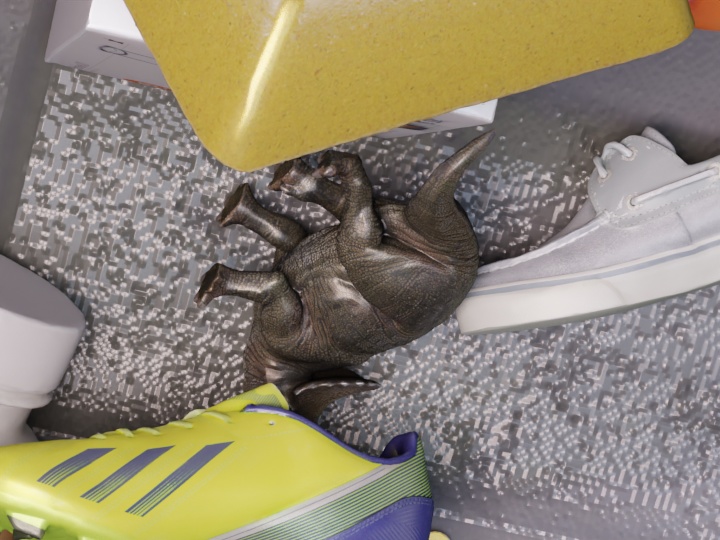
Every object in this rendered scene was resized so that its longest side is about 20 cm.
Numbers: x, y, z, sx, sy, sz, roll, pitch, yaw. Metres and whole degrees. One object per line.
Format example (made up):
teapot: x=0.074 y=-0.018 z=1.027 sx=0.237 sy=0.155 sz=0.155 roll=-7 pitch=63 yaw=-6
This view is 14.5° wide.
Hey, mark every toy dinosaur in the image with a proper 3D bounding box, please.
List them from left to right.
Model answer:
toy dinosaur: x=0.000 y=0.000 z=1.158 sx=0.102 sy=0.077 sz=0.200 roll=36 pitch=119 yaw=-21

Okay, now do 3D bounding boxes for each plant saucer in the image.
plant saucer: x=0.000 y=-0.148 z=0.980 sx=0.199 sy=0.049 sz=0.201 roll=-17 pitch=65 yaw=-28

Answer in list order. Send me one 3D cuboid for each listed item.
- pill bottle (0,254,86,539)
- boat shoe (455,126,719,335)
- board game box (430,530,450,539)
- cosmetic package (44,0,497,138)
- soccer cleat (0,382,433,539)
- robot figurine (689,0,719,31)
pill bottle: x=-0.193 y=0.090 z=1.148 sx=0.114 sy=0.114 sz=0.201 roll=25 pitch=100 yaw=-13
boat shoe: x=0.131 y=-0.026 z=1.194 sx=0.200 sy=0.070 sz=0.072 roll=-17 pitch=86 yaw=-2
board game box: x=-0.036 y=0.195 z=1.243 sx=0.199 sy=0.030 sz=0.096 roll=-24 pitch=107 yaw=-4
cosmetic package: x=-0.037 y=-0.091 z=1.077 sx=0.150 sy=0.200 sz=0.052 roll=14 pitch=88 yaw=-10
soccer cleat: x=-0.064 y=0.083 z=1.120 sx=0.199 sy=0.065 sz=0.084 roll=10 pitch=80 yaw=-23
robot figurine: x=0.115 y=-0.172 z=1.123 sx=0.199 sy=0.144 sz=0.117 roll=28 pitch=121 yaw=-13
